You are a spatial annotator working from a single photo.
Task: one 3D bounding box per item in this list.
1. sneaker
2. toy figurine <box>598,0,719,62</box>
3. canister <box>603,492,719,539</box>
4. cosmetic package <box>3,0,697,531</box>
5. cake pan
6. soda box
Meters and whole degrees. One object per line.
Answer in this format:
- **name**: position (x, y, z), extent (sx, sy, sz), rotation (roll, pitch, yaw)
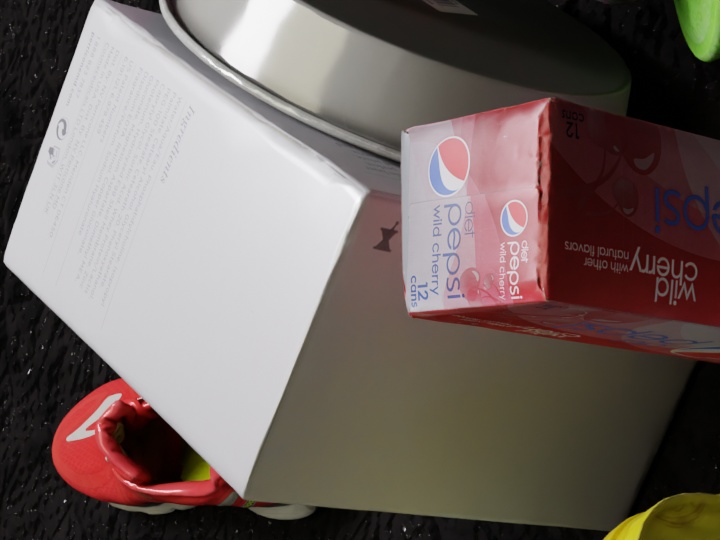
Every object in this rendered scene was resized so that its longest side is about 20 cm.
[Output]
- **sneaker**: position (-0.100, 0.080, 1.000), extent (0.199, 0.084, 0.078), rotation (-6, 77, 49)
- **toy figurine**: position (0.034, -0.164, 0.780), extent (0.150, 0.182, 0.202), rotation (93, 169, -74)
- **canister**: position (0.088, 0.188, 0.735), extent (0.200, 0.086, 0.150), rotation (-47, 48, 48)
- **cosmetic package**: position (0.000, 0.000, 0.811), extent (0.200, 0.198, 0.124), rotation (35, 109, 47)
- **cake pan**: position (0.021, -0.091, 0.802), extent (0.200, 0.199, 0.037), rotation (43, 120, 44)
- **soda box**: position (0.107, -0.006, 0.686), extent (0.070, 0.199, 0.064), rotation (-7, 78, 49)
